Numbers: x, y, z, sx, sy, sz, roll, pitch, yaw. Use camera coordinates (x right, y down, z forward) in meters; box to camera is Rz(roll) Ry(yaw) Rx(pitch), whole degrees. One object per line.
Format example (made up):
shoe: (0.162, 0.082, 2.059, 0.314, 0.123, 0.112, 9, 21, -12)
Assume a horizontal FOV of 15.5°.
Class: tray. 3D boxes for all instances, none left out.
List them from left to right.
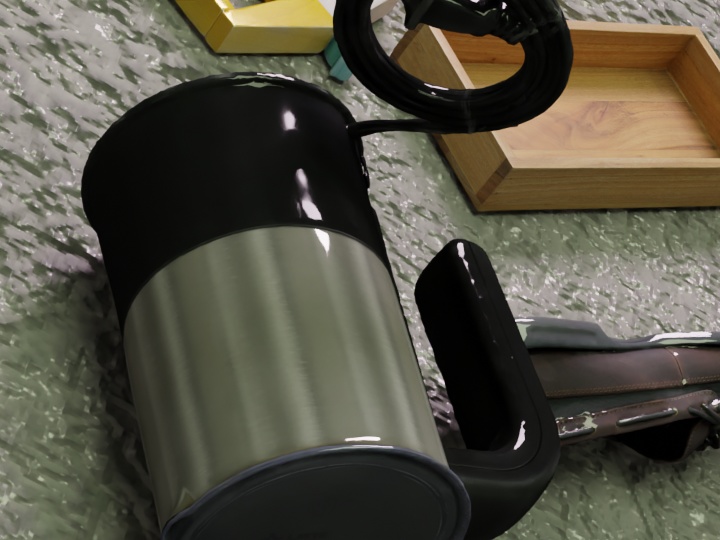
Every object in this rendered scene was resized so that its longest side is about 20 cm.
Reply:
tray: (0.116, -0.078, 1.329, 0.200, 0.037, 0.099, -1, 52, -42)

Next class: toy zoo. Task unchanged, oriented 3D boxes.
toy zoo: (-0.062, -0.171, 1.287, 0.131, 0.020, 0.200, -18, 64, -48)

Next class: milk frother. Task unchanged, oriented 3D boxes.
milk frother: (0.000, 0.000, 0.998, 0.180, 0.200, 0.188, -4, 51, -16)

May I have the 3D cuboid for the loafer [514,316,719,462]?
loafer: (0.118, 0.062, 1.168, 0.200, 0.072, 0.063, 7, 67, -38)
